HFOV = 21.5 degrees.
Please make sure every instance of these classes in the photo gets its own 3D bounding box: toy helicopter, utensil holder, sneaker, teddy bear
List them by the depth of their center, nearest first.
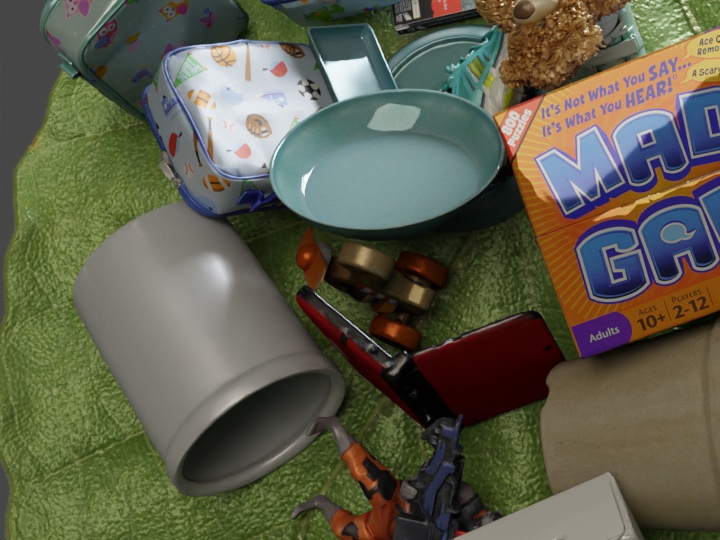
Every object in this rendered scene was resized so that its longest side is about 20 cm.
[{"bbox_3d":[0.164,-0.233,1.530,0.144,0.067,0.200,19,55,35],"label":"teddy bear"},{"bbox_3d":[0.000,0.000,1.595,0.131,0.200,0.079,23,82,6],"label":"toy helicopter"},{"bbox_3d":[0.206,-0.194,1.633,0.073,0.118,0.202,-20,79,8],"label":"sneaker"},{"bbox_3d":[-0.135,0.065,1.635,0.170,0.170,0.200,-37,64,2],"label":"utensil holder"},{"bbox_3d":[0.110,-0.174,1.660,0.079,0.077,0.201,12,77,29],"label":"sneaker"}]

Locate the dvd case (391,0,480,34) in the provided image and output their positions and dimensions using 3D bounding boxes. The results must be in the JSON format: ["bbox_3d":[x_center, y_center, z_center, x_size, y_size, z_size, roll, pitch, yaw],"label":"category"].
[{"bbox_3d":[0.120,-0.306,1.753,0.199,0.022,0.147,-12,70,13],"label":"dvd case"}]

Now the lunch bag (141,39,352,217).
[{"bbox_3d":[-0.091,-0.122,1.672,0.076,0.199,0.161,-50,60,46],"label":"lunch bag"}]

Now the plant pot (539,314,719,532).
[{"bbox_3d":[0.249,0.127,1.502,0.182,0.200,0.202,-9,70,26],"label":"plant pot"}]

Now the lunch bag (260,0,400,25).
[{"bbox_3d":[-0.023,-0.334,1.759,0.160,0.082,0.202,-7,70,34],"label":"lunch bag"}]

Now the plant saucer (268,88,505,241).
[{"bbox_3d":[0.024,-0.082,1.584,0.198,0.036,0.201,-6,38,4],"label":"plant saucer"}]

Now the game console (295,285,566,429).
[{"bbox_3d":[0.064,0.057,1.559,0.172,0.200,0.119,39,84,25],"label":"game console"}]

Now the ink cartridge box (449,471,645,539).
[{"bbox_3d":[0.171,0.274,1.458,0.145,0.201,0.085,-24,30,8],"label":"ink cartridge box"}]

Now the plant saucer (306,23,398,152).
[{"bbox_3d":[0.013,-0.133,1.685,0.070,0.019,0.201,-8,63,-33],"label":"plant saucer"}]

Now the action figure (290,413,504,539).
[{"bbox_3d":[0.046,0.179,1.573,0.192,0.105,0.201,25,119,15],"label":"action figure"}]

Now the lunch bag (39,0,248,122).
[{"bbox_3d":[-0.200,-0.227,1.725,0.160,0.200,0.077,-45,65,1],"label":"lunch bag"}]

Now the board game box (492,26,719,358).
[{"bbox_3d":[0.238,-0.065,1.514,0.199,0.200,0.201,-20,91,9],"label":"board game box"}]

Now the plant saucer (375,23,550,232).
[{"bbox_3d":[0.088,-0.133,1.705,0.199,0.027,0.202,-5,73,15],"label":"plant saucer"}]
